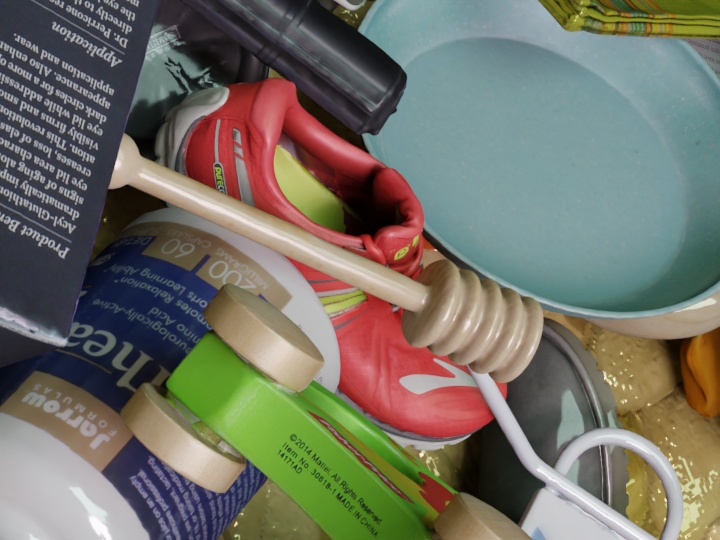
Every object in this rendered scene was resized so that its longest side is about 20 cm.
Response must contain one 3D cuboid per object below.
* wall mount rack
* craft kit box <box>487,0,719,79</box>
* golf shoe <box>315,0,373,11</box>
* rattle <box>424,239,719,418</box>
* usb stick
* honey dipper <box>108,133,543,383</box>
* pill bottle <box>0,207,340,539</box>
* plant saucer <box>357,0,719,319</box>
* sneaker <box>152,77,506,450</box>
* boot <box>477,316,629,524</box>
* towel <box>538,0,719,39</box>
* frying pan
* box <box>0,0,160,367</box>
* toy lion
[{"bbox_3d":[0.069,0.123,1.118,0.174,0.075,0.200,34,60,-7],"label":"wall mount rack"},{"bbox_3d":[0.132,-0.156,1.355,0.200,0.048,0.198,16,66,-36],"label":"craft kit box"},{"bbox_3d":[-0.008,-0.160,1.226,0.200,0.077,0.088,-16,97,-33],"label":"golf shoe"},{"bbox_3d":[0.090,0.002,1.288,0.200,0.143,0.130,-6,68,-13],"label":"rattle"},{"bbox_3d":[-0.065,-0.123,1.098,0.200,0.033,0.055,37,16,-7],"label":"usb stick"},{"bbox_3d":[-0.020,-0.007,1.051,0.200,0.038,0.038,23,64,-23],"label":"honey dipper"},{"bbox_3d":[-0.103,0.075,1.049,0.111,0.111,0.200,53,51,-16],"label":"pill bottle"},{"bbox_3d":[0.082,-0.053,1.207,0.200,0.036,0.200,13,50,-16],"label":"plant saucer"},{"bbox_3d":[0.000,0.000,1.115,0.200,0.085,0.077,45,48,-26],"label":"sneaker"},{"bbox_3d":[0.032,0.117,1.177,0.200,0.073,0.182,-7,82,-40],"label":"boot"},{"bbox_3d":[0.140,-0.142,1.280,0.200,0.018,0.086,-3,46,-46],"label":"towel"},{"bbox_3d":[-0.091,-0.130,1.135,0.115,0.031,0.190,-3,95,-19],"label":"frying pan"},{"bbox_3d":[-0.165,-0.064,1.012,0.104,0.148,0.200,28,63,-32],"label":"box"},{"bbox_3d":[0.032,0.104,0.990,0.069,0.200,0.192,-51,150,4],"label":"toy lion"}]
